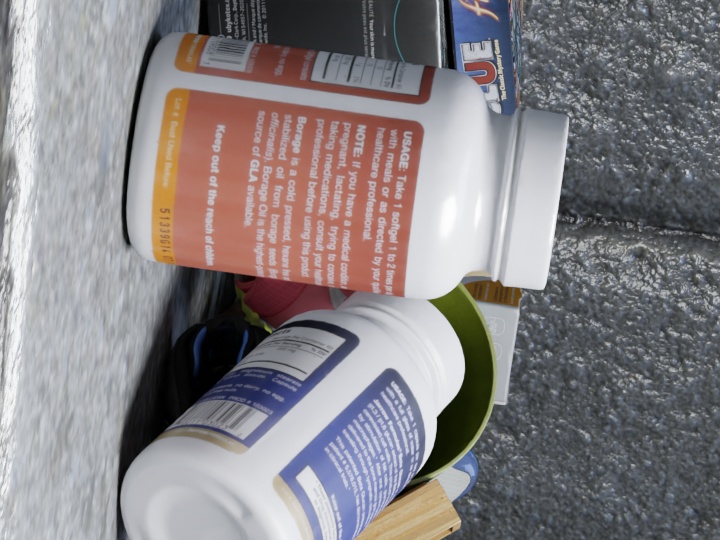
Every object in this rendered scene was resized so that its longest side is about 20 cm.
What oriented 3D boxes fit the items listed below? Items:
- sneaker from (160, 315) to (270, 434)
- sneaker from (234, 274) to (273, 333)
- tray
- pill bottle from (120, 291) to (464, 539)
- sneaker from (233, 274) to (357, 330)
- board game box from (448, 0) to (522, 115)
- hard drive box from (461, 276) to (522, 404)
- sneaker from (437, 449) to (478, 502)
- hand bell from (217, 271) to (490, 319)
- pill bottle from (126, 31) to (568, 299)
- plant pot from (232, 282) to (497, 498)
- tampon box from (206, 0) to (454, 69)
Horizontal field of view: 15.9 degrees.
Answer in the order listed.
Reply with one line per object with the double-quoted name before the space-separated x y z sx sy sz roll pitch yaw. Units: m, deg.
"sneaker" -0.071 0.061 1.500 0.200 0.073 0.112 -77 174 -58
"sneaker" -0.029 0.016 1.608 0.105 0.076 0.201 -7 -82 58
"tray" -0.029 0.202 1.699 0.037 0.200 0.099 60 -3 8
"pill bottle" -0.028 0.091 1.376 0.200 0.111 0.111 -42 148 -44
"sneaker" -0.029 0.013 1.523 0.200 0.087 0.074 85 14 -56
"board game box" 0.071 -0.189 1.465 0.200 0.034 0.136 -84 169 -53
"hard drive box" 0.020 0.030 1.942 0.156 0.199 0.077 -73 171 -75
"sneaker" 0.003 0.173 1.937 0.088 0.199 0.075 -134 -138 -59
"hand bell" 0.000 0.000 1.698 0.104 0.200 0.104 61 -12 24
"pill bottle" -0.005 -0.046 1.228 0.112 0.199 0.113 9 90 -87
"plant pot" -0.023 0.098 1.793 0.200 0.187 0.188 122 -19 -61
"tampon box" -0.008 -0.133 1.470 0.200 0.126 0.150 -74 162 -69
